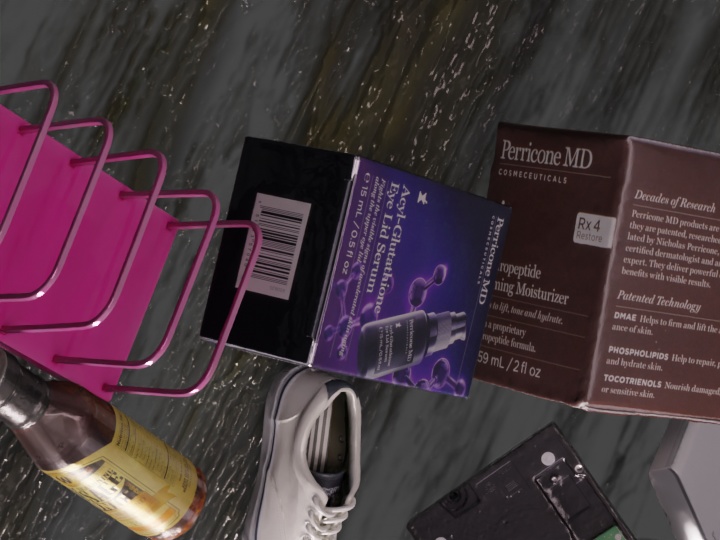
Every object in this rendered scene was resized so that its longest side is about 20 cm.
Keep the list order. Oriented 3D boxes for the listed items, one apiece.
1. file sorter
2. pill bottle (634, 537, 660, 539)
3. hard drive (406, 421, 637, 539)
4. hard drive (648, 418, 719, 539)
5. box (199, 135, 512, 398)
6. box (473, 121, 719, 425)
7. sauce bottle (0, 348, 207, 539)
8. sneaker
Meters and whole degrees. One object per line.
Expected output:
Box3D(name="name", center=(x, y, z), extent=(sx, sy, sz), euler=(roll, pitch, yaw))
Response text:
Box3D(name="file sorter", center=(-0.180, -0.017, 1.479), extent=(0.200, 0.125, 0.139), euler=(34, 67, -37))
Box3D(name="pill bottle", center=(0.221, 0.324, 1.818), extent=(0.116, 0.116, 0.200), euler=(-21, 108, -29))
Box3D(name="hard drive", center=(0.146, 0.234, 1.725), extent=(0.140, 0.038, 0.200), euler=(-36, 86, 5))
Box3D(name="hard drive", center=(0.287, 0.150, 1.830), extent=(0.132, 0.027, 0.200), euler=(63, 34, -23))
Box3D(name="box", center=(0.000, 0.000, 1.601), extent=(0.200, 0.104, 0.148), euler=(13, 89, -53))
Box3D(name="box", center=(0.196, 0.002, 1.725), extent=(0.164, 0.166, 0.200), euler=(8, 92, -33))
Box3D(name="sauce bottle", center=(-0.186, 0.116, 1.539), extent=(0.200, 0.066, 0.066), euler=(39, 76, -39))
Box3D(name="sneaker", center=(-0.039, 0.169, 1.653), extent=(0.073, 0.071, 0.200), euler=(-3, 99, -33))
